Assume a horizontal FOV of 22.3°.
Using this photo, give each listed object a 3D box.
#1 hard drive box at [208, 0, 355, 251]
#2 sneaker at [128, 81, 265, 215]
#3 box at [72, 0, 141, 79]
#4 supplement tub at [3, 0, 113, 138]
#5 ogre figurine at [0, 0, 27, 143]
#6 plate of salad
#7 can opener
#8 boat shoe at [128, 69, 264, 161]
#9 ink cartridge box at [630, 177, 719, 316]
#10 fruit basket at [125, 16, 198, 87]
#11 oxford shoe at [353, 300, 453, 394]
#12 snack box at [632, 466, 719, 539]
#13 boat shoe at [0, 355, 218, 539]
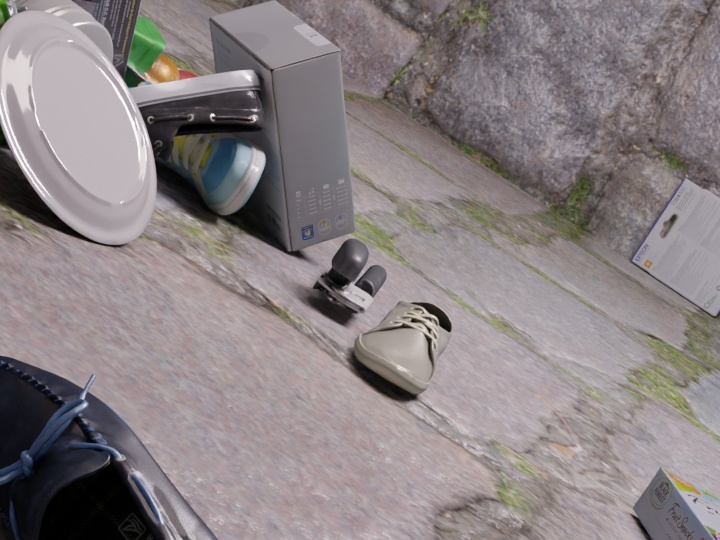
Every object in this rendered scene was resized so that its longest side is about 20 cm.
[{"bbox_3d":[-0.078,-0.145,1.814,0.077,0.200,0.156,-18,34,-20],"label":"hard drive box"},{"bbox_3d":[-0.176,-0.122,1.769,0.131,0.080,0.200,29,1,-26],"label":"sneaker"},{"bbox_3d":[-0.285,-0.280,1.739,0.158,0.200,0.050,10,16,-14],"label":"box"},{"bbox_3d":[-0.327,-0.208,1.574,0.200,0.132,0.132,37,11,20],"label":"supplement tub"},{"bbox_3d":[-0.356,-0.195,1.456,0.200,0.120,0.098,34,10,12],"label":"ogre figurine"},{"bbox_3d":[-0.232,-0.111,1.457,0.200,0.048,0.200,45,33,-40],"label":"plate of salad"},{"bbox_3d":[0.000,0.000,1.731,0.053,0.067,0.200,33,10,2],"label":"can opener"},{"bbox_3d":[-0.182,-0.134,1.690,0.200,0.066,0.070,-13,-6,-22],"label":"boat shoe"},{"bbox_3d":[0.659,-0.045,3.528,0.200,0.196,0.043,36,10,18],"label":"ink cartridge box"},{"bbox_3d":[-0.228,-0.204,2.039,0.200,0.094,0.185,45,5,-25],"label":"fruit basket"},{"bbox_3d":[0.042,0.062,1.596,0.075,0.058,0.200,35,12,4],"label":"oxford shoe"},{"bbox_3d":[0.322,0.251,1.535,0.142,0.053,0.200,31,10,-13],"label":"snack box"},{"bbox_3d":[-0.124,0.100,0.838,0.200,0.084,0.069,33,-1,21],"label":"boat shoe"}]
